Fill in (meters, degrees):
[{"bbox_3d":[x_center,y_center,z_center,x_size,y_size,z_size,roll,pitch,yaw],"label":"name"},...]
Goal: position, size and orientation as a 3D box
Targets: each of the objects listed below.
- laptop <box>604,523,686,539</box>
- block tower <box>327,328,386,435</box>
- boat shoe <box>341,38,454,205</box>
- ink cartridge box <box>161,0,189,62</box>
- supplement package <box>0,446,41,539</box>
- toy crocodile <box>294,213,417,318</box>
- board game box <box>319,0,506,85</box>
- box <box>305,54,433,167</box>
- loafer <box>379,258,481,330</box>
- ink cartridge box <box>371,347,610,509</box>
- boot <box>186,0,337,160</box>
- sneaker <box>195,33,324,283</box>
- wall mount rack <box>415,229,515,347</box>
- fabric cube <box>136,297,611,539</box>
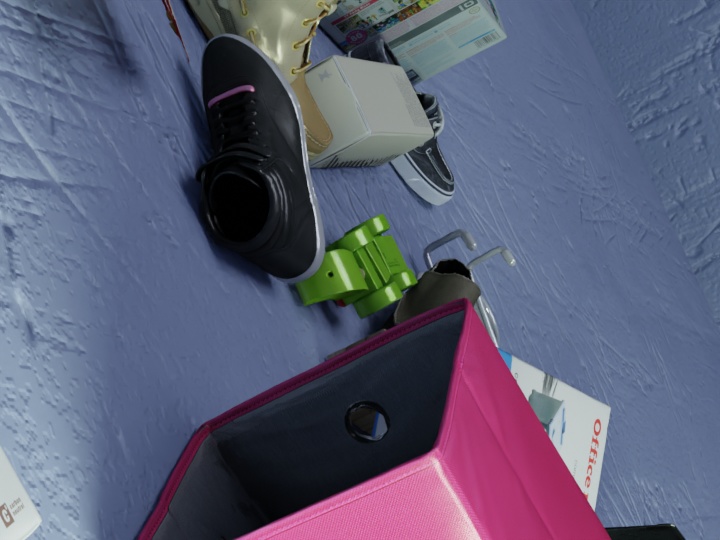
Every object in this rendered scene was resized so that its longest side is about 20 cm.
[{"bbox_3d":[0.242,0.248,1.410,0.187,0.116,0.200,51,10,-33],"label":"laptop"},{"bbox_3d":[0.046,0.113,1.218,0.200,0.058,0.054,42,29,-50],"label":"block tower"},{"bbox_3d":[0.053,-0.151,1.567,0.200,0.068,0.072,53,21,-28],"label":"boat shoe"},{"bbox_3d":[-0.179,-0.241,1.029,0.161,0.050,0.200,94,-26,-82],"label":"ink cartridge box"},{"bbox_3d":[-0.221,0.040,0.513,0.200,0.117,0.117,61,19,-5],"label":"supplement package"},{"bbox_3d":[0.000,0.000,1.256,0.068,0.062,0.200,62,14,-1],"label":"toy crocodile"},{"bbox_3d":[0.038,-0.278,1.574,0.200,0.147,0.064,40,30,-51],"label":"board game box"},{"bbox_3d":[-0.002,-0.143,1.413,0.082,0.068,0.200,65,19,6],"label":"box"},{"bbox_3d":[0.061,0.033,1.309,0.075,0.070,0.200,20,15,0],"label":"loafer"},{"bbox_3d":[0.096,0.143,1.150,0.200,0.086,0.147,26,69,-47],"label":"ink cartridge box"},{"bbox_3d":[-0.038,-0.203,1.258,0.200,0.155,0.073,59,19,-12],"label":"boot"},{"bbox_3d":[-0.084,-0.092,1.120,0.099,0.071,0.200,24,47,-69],"label":"sneaker"},{"bbox_3d":[0.131,0.053,1.493,0.200,0.074,0.174,17,49,-64],"label":"wall mount rack"},{"bbox_3d":[0.017,0.169,0.850,0.200,0.196,0.200,58,19,-14],"label":"fabric cube"}]
